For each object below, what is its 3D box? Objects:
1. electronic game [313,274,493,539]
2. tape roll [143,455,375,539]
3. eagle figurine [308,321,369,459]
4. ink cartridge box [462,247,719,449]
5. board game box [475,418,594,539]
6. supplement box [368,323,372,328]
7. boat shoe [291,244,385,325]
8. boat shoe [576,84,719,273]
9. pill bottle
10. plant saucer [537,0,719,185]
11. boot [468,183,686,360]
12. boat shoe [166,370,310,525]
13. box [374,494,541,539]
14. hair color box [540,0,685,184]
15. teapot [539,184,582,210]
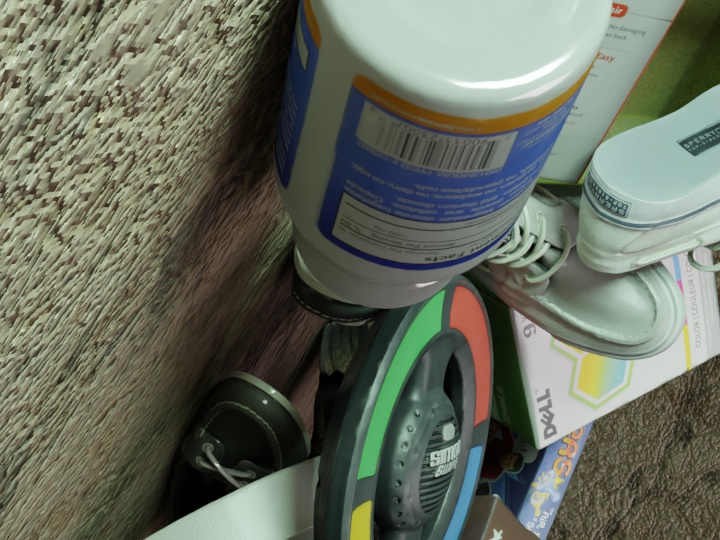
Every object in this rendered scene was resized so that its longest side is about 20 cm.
[{"bbox_3d":[0.028,0.099,0.871,0.200,0.041,0.201,-41,136,-55],"label":"electronic game"},{"bbox_3d":[-0.076,0.163,0.927,0.202,0.037,0.203,-28,166,-7],"label":"tape roll"},{"bbox_3d":[-0.024,0.145,1.160,0.200,0.152,0.151,-53,152,12],"label":"eagle figurine"},{"bbox_3d":[0.123,0.037,1.004,0.199,0.059,0.104,-24,120,-19],"label":"ink cartridge box"},{"bbox_3d":[0.098,0.120,1.180,0.135,0.034,0.201,16,-100,53],"label":"board game box"},{"bbox_3d":[0.083,0.025,1.299,0.201,0.126,0.074,-57,171,3],"label":"supplement box"},{"bbox_3d":[0.000,0.000,0.931,0.061,0.074,0.200,-64,178,19],"label":"boat shoe"},{"bbox_3d":[0.193,-0.041,0.888,0.201,0.075,0.086,-24,144,-35],"label":"boat shoe"},{"bbox_3d":[0.023,-0.064,0.662,0.112,0.112,0.200,-52,171,-25],"label":"pill bottle"},{"bbox_3d":[0.126,-0.120,0.933,0.200,0.198,0.048,110,-21,-60],"label":"plant saucer"},{"bbox_3d":[0.080,-0.013,0.883,0.074,0.199,0.096,-61,167,11],"label":"boot"},{"bbox_3d":[-0.076,0.121,0.961,0.057,0.067,0.200,-57,176,-26],"label":"boat shoe"},{"bbox_3d":[0.023,0.202,1.028,0.199,0.100,0.075,-14,-141,40],"label":"box"},{"bbox_3d":[0.096,-0.137,0.791,0.201,0.101,0.062,117,-25,-44],"label":"hair color box"},{"bbox_3d":[0.145,-0.073,1.141,0.198,0.199,0.147,78,32,-61],"label":"teapot"}]
